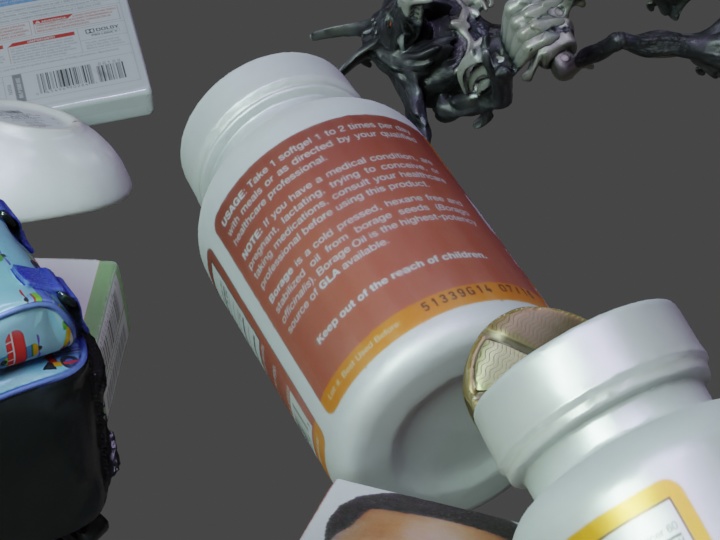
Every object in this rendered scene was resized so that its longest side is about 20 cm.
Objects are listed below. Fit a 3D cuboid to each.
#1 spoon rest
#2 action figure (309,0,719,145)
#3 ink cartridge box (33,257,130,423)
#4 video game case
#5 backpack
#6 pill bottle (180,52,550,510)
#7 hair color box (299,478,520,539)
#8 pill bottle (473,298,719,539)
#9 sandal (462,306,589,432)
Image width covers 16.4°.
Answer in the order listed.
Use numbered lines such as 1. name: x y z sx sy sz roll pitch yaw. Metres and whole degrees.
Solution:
1. spoon rest: -0.190 -0.041 1.102 0.199 0.061 0.099 -2 20 -45
2. action figure: 0.077 -0.125 1.176 0.199 0.102 0.119 -6 56 -6
3. ink cartridge box: -0.208 0.054 1.047 0.199 0.048 0.146 2 45 7
4. video game case: -0.190 -0.135 1.256 0.142 0.018 0.201 -11 46 -8
5. backpack: -0.206 0.027 0.947 0.182 0.135 0.200 -18 42 -20
6. pill bottle: 0.000 0.000 1.044 0.112 0.113 0.200 -19 48 -16
7. hair color box: 0.008 0.150 0.875 0.101 0.062 0.200 12 22 10
8. pill bottle: 0.120 0.115 0.854 0.112 0.113 0.201 -22 70 -19
9. sandal: 0.120 0.089 0.953 0.200 0.054 0.080 38 74 -2
